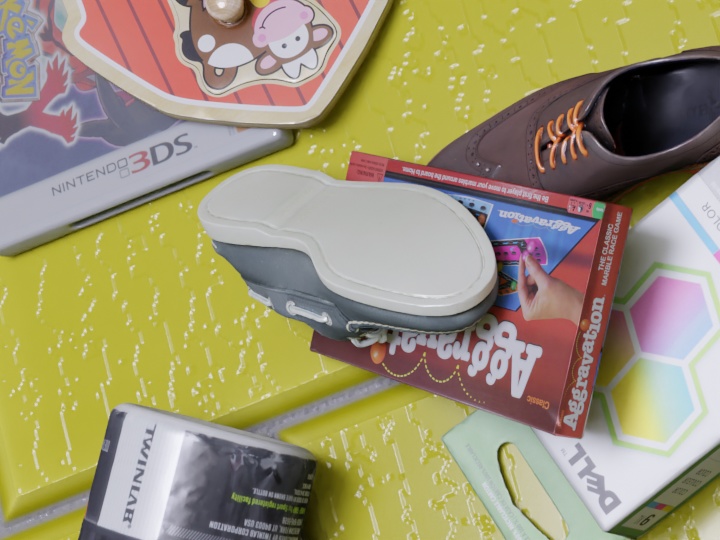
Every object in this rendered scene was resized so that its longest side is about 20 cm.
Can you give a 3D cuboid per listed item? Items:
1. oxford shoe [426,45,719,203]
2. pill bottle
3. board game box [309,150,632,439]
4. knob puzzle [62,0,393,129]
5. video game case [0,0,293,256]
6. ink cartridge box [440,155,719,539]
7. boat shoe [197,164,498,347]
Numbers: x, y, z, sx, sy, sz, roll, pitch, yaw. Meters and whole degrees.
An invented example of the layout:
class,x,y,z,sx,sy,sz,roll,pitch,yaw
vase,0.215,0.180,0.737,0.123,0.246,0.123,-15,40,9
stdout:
class,x,y,z,sx,sy,sz,roll,pitch,yaw
oxford shoe,0.105,-0.066,1.100,0.199,0.072,0.072,-19,74,28
pill bottle,-0.094,0.172,1.135,0.106,0.106,0.201,12,86,26
board game box,0.046,0.007,1.091,0.200,0.019,0.104,15,95,55
knob puzzle,-0.067,-0.163,1.202,0.218,0.030,0.221,-3,77,11
video game case,-0.139,-0.130,1.256,0.181,0.023,0.201,-20,73,20
ink cartridge box,0.127,0.053,1.080,0.200,0.059,0.104,-40,67,13
boat shoe,0.000,0.000,1.107,0.073,0.062,0.199,-39,34,-25
